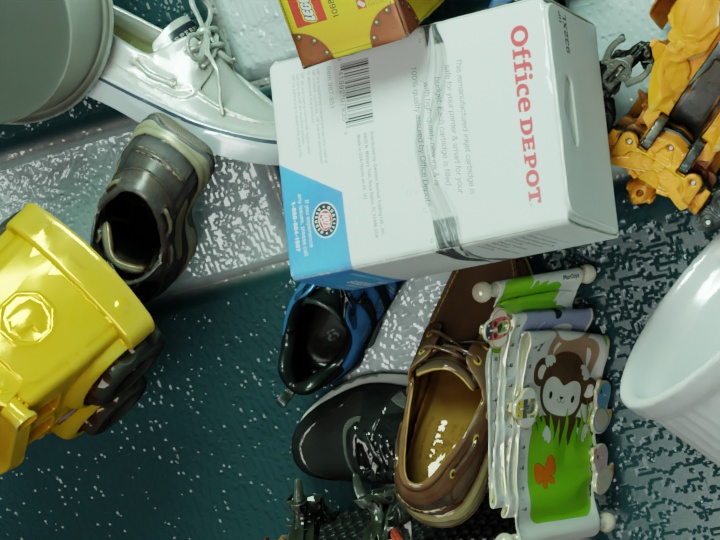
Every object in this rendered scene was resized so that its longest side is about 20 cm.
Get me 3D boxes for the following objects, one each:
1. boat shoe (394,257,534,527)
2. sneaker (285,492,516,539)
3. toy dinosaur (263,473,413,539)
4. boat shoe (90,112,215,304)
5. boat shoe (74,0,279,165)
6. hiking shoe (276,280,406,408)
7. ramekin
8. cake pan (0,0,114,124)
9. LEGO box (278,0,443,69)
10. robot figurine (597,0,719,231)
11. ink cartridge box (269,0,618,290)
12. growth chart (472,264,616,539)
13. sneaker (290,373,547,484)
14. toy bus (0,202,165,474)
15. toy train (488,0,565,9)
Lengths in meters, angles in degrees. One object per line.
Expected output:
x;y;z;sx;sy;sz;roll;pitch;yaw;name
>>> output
0.069;0.068;1.724;0.072;0.068;0.200;10;73;21;boat shoe
0.043;0.217;1.849;0.199;0.070;0.094;-9;114;24;sneaker
-0.007;0.213;1.741;0.102;0.136;0.200;3;157;6;toy dinosaur
-0.155;-0.030;1.768;0.074;0.073;0.200;32;149;9;boat shoe
-0.120;-0.143;1.758;0.202;0.075;0.086;26;113;17;boat shoe
0.000;0.000;1.761;0.074;0.087;0.200;22;116;8;hiking shoe
0.265;0.037;1.634;0.098;0.201;0.200;40;117;-10;ramekin
-0.261;-0.181;1.734;0.200;0.037;0.201;12;123;19;cake pan
-0.014;-0.248;1.633;0.077;0.149;0.200;-14;105;22;LEGO box
0.228;-0.123;1.655;0.145;0.058;0.200;34;116;3;robot figurine
0.053;-0.077;1.653;0.200;0.084;0.145;-11;77;28;ink cartridge box
0.126;0.092;1.733;0.018;0.145;0.200;6;105;41;growth chart
0.037;0.116;1.794;0.200;0.088;0.076;-10;107;21;sneaker
-0.246;0.078;1.780;0.136;0.192;0.200;42;156;6;toy bus
0.125;-0.217;1.665;0.046;0.034;0.200;26;116;10;toy train
